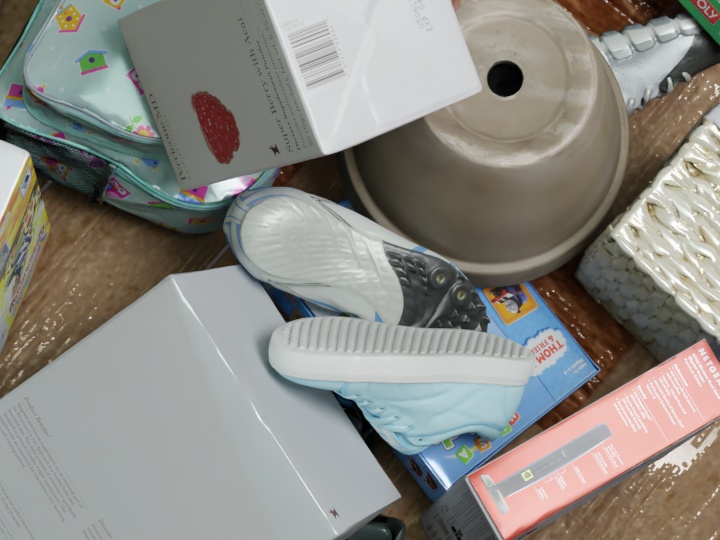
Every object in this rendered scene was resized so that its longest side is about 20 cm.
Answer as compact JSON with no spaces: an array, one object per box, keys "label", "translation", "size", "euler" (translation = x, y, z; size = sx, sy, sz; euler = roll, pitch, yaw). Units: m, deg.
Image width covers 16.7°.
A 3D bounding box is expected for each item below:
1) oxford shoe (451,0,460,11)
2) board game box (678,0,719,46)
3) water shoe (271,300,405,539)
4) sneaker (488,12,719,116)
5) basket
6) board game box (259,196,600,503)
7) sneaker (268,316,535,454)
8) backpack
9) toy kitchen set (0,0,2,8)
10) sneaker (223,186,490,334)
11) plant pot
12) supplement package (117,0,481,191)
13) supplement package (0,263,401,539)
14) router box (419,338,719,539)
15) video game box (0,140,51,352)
[{"label":"oxford shoe","translation":[0.007,-0.218,1.558],"size":[0.070,0.074,0.201],"euler":[-1,50,-28]},{"label":"board game box","translation":[0.271,-0.248,1.739],"size":[0.135,0.029,0.200],"euler":[48,49,4]},{"label":"water shoe","translation":[-0.025,0.102,1.639],"size":[0.079,0.071,0.201],"euler":[-19,89,20]},{"label":"sneaker","translation":[0.187,-0.110,1.727],"size":[0.199,0.075,0.116],"euler":[-11,83,1]},{"label":"basket","translation":[0.235,-0.010,1.643],"size":[0.136,0.200,0.123],"euler":[43,83,5]},{"label":"board game box","translation":[0.046,0.035,1.672],"size":[0.151,0.037,0.200],"euler":[-35,82,-27]},{"label":"sneaker","translation":[0.025,0.080,1.564],"size":[0.199,0.074,0.082],"euler":[7,105,-33]},{"label":"backpack","translation":[-0.132,-0.125,1.649],"size":[0.199,0.153,0.176],"euler":[29,71,-7]},{"label":"toy kitchen set","translation":[-0.322,-0.208,1.626],"size":[0.162,0.180,0.201],"euler":[14,80,-4]},{"label":"sneaker","translation":[0.000,0.000,1.612],"size":[0.199,0.072,0.072],"euler":[29,97,-22]},{"label":"plant pot","translation":[0.086,-0.101,1.596],"size":[0.199,0.174,0.201],"euler":[1,79,-3]},{"label":"supplement package","translation":[-0.041,-0.131,1.491],"size":[0.119,0.200,0.122],"euler":[-24,97,-28]},{"label":"supplement package","translation":[-0.120,0.130,1.555],"size":[0.200,0.147,0.192],"euler":[-35,83,16]},{"label":"router box","translation":[0.138,0.125,1.594],"size":[0.179,0.200,0.049],"euler":[-29,82,-12]},{"label":"video game box","translation":[-0.259,0.032,1.578],"size":[0.047,0.182,0.201],"euler":[21,76,0]}]
